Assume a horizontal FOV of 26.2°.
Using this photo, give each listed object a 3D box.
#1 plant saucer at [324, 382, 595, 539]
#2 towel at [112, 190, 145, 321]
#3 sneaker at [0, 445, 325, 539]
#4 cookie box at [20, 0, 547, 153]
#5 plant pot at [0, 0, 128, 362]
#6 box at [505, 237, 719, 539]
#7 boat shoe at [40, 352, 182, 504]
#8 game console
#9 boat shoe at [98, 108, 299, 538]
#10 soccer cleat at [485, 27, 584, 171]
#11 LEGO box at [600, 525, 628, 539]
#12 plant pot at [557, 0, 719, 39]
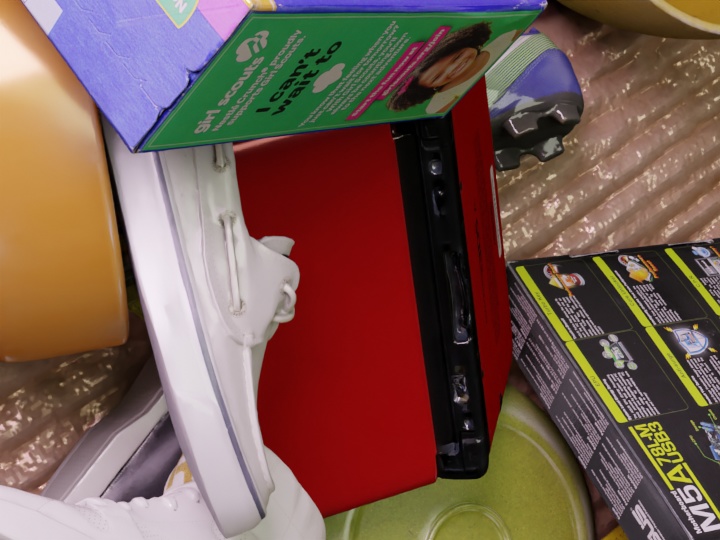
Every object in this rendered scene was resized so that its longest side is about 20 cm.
[{"bbox_3d":[0.051,0.152,0.828,0.198,0.031,0.202,2,86,-27],"label":"plant saucer"},{"bbox_3d":[-0.113,-0.075,0.713,0.018,0.086,0.202,-13,80,0],"label":"towel"},{"bbox_3d":[-0.091,0.112,0.653,0.200,0.073,0.116,37,39,-34],"label":"sneaker"},{"bbox_3d":[-0.047,-0.135,0.582,0.172,0.075,0.199,52,33,15],"label":"cookie box"},{"bbox_3d":[-0.203,-0.051,0.634,0.181,0.200,0.202,-11,91,-12],"label":"plant pot"},{"bbox_3d":[0.194,0.067,0.834,0.191,0.048,0.201,-8,47,-27],"label":"box"},{"bbox_3d":[-0.074,0.062,0.746,0.060,0.074,0.201,43,72,-18],"label":"boat shoe"},{"bbox_3d":[0.000,0.000,0.746,0.173,0.117,0.202,-66,151,-59],"label":"game console"},{"bbox_3d":[-0.057,0.003,0.618,0.065,0.072,0.202,-14,86,-10],"label":"boat shoe"},{"bbox_3d":[0.025,-0.091,0.826,0.198,0.065,0.084,-9,61,-23],"label":"soccer cleat"},{"bbox_3d":[0.136,0.237,0.816,0.199,0.077,0.150,-32,120,-26],"label":"LEGO box"},{"bbox_3d":[0.152,-0.213,0.844,0.198,0.142,0.202,3,85,-27],"label":"plant pot"}]
